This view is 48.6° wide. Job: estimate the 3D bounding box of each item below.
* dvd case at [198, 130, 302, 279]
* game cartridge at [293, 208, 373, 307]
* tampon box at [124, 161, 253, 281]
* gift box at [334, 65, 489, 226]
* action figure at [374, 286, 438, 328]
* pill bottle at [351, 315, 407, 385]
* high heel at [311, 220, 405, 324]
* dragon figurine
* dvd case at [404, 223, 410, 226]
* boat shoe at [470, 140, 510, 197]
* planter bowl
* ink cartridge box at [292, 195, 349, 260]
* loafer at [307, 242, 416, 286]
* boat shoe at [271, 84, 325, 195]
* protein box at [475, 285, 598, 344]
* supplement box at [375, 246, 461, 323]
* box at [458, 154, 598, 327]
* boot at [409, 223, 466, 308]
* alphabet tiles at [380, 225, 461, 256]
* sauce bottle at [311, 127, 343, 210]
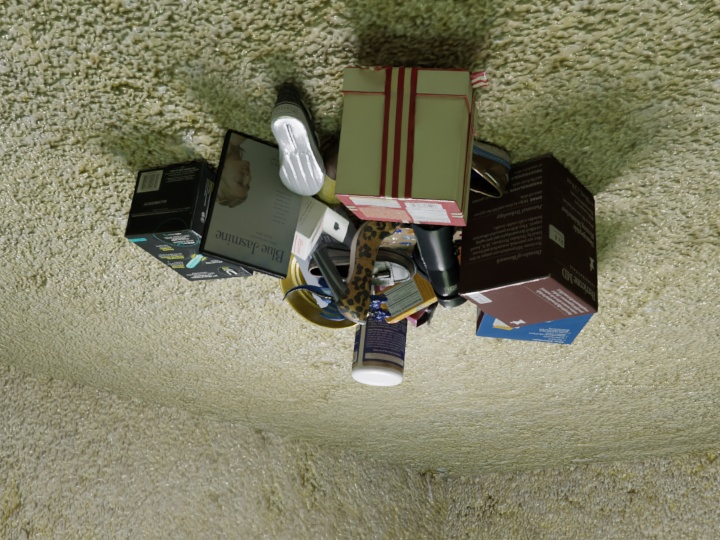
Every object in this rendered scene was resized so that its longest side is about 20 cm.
[{"bbox_3d":[-0.161,-0.101,1.230,0.140,0.204,0.017,17,162,-22],"label":"dvd case"},{"bbox_3d":[-0.053,-0.026,1.468,0.131,0.041,0.203,-8,120,28],"label":"game cartridge"},{"bbox_3d":[-0.289,-0.080,1.409,0.147,0.129,0.200,-4,156,24],"label":"tampon box"},{"bbox_3d":[0.069,-0.170,1.027,0.180,0.191,0.200,5,172,8],"label":"gift box"},{"bbox_3d":[0.069,0.026,1.595,0.197,0.134,0.151,27,124,16],"label":"action figure"},{"bbox_3d":[0.045,0.139,1.733,0.113,0.204,0.116,6,159,2],"label":"pill bottle"},{"bbox_3d":[0.032,-0.010,1.324,0.198,0.144,0.071,-29,176,-14],"label":"high heel"},{"bbox_3d":[-0.043,0.048,1.413,0.195,0.100,0.060,3,113,-3],"label":"dragon figurine"},{"bbox_3d":[0.098,-0.125,1.338,0.148,0.025,0.199,-13,151,37],"label":"dvd case"},{"bbox_3d":[0.135,-0.160,1.184,0.196,0.074,0.072,12,156,-13],"label":"boat shoe"},{"bbox_3d":[-0.056,0.010,1.568,0.196,0.084,0.204,9,126,13],"label":"planter bowl"},{"bbox_3d":[-0.122,-0.089,1.323,0.197,0.068,0.117,30,162,2],"label":"ink cartridge box"},{"bbox_3d":[0.000,0.000,1.388,0.196,0.063,0.073,8,132,27],"label":"loafer"},{"bbox_3d":[-0.087,-0.189,1.177,0.070,0.072,0.201,4,150,5],"label":"boat shoe"},{"bbox_3d":[0.327,0.037,1.509,0.194,0.138,0.201,5,157,2],"label":"protein box"},{"bbox_3d":[0.128,0.028,1.504,0.197,0.070,0.066,-27,169,15],"label":"supplement box"},{"bbox_3d":[0.268,-0.040,1.265,0.162,0.204,0.165,-14,151,38],"label":"box"},{"bbox_3d":[0.120,-0.057,1.321,0.075,0.201,0.171,-18,121,-1],"label":"boot"},{"bbox_3d":[0.098,-0.051,1.483,0.195,0.008,0.167,3,163,-8],"label":"alphabet tiles"},{"bbox_3d":[-0.031,-0.162,1.238,0.063,0.066,0.200,11,155,-11],"label":"sauce bottle"}]
